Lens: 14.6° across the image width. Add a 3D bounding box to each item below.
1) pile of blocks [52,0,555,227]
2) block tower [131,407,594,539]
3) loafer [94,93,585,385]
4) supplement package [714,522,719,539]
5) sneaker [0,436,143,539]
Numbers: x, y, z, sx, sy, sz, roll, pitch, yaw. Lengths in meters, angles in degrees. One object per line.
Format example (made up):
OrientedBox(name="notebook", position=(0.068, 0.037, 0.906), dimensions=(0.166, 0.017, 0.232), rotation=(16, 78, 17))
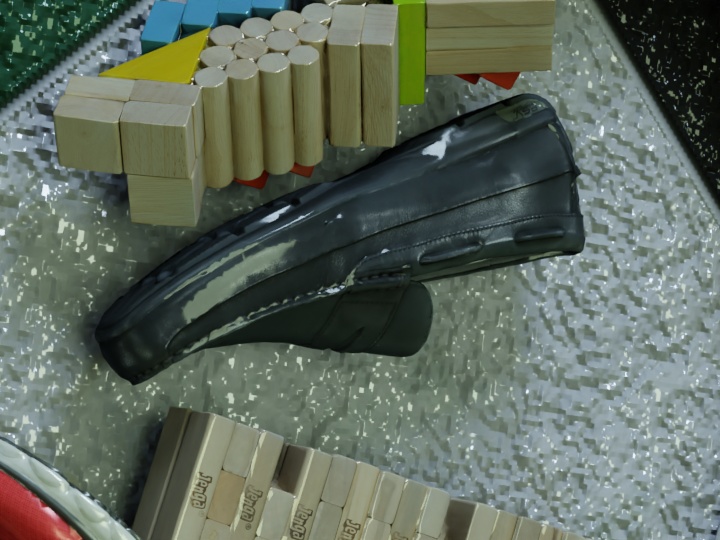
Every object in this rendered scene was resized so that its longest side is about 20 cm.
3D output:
OrientedBox(name="pile of blocks", position=(-0.019, -0.070, 0.990), dimensions=(0.199, 0.082, 0.062), rotation=(-20, 136, -20))
OrientedBox(name="block tower", position=(0.013, 0.102, 1.006), dimensions=(0.199, 0.054, 0.058), rotation=(22, 81, -28))
OrientedBox(name="loafer", position=(0.000, 0.000, 0.989), dimensions=(0.200, 0.068, 0.071), rotation=(-25, 93, -30))
OrientedBox(name="supplement package", position=(0.244, 0.148, 1.098), dimensions=(0.199, 0.120, 0.122), rotation=(26, 77, -27))
OrientedBox(name="sneaker", position=(-0.091, 0.147, 0.939), dimensions=(0.085, 0.077, 0.201), rotation=(-33, 106, -19))
